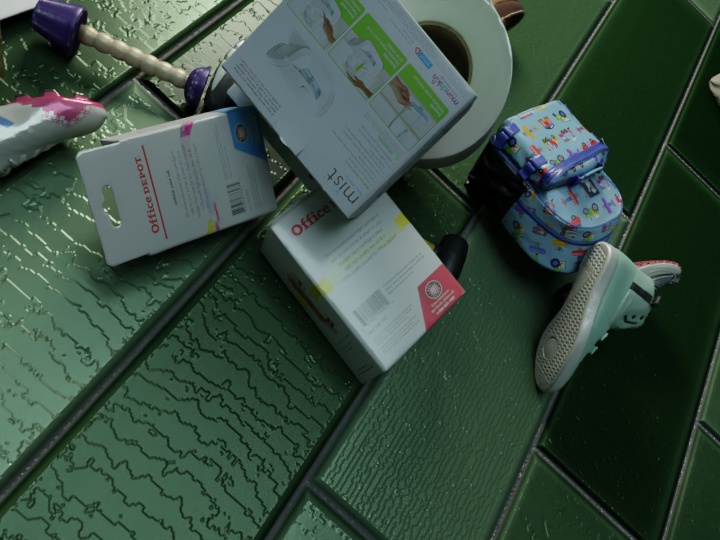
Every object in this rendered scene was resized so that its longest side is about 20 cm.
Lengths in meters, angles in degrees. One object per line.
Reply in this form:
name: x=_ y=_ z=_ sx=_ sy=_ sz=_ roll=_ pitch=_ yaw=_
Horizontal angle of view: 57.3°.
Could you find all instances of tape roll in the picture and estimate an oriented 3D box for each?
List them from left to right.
tape roll: x=0.086 y=-0.236 z=0.827 sx=0.196 sy=0.139 sz=0.210 roll=0 pitch=93 yaw=7

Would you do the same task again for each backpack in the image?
backpack: x=0.267 y=-0.107 z=0.895 sx=0.179 sy=0.136 sz=0.202 roll=-20 pitch=63 yaw=-32

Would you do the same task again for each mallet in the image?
mallet: x=0.055 y=-0.060 z=0.852 sx=0.198 sy=0.041 sz=0.066 roll=38 pitch=58 yaw=-2

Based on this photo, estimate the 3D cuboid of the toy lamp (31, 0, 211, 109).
toy lamp: x=-0.275 y=-0.251 z=0.762 sx=0.195 sy=0.058 sz=0.060 roll=24 pitch=59 yaw=-16

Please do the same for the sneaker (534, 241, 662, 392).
sneaker: x=0.311 y=0.080 z=0.852 sx=0.116 sy=0.074 sz=0.205 roll=24 pitch=95 yaw=-21

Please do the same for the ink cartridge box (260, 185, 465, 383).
ink cartridge box: x=0.000 y=0.000 z=0.760 sx=0.144 sy=0.083 sz=0.202 roll=-38 pitch=88 yaw=-26

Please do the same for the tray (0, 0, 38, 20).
tray: x=-0.445 y=-0.301 z=0.720 sx=0.199 sy=0.022 sz=0.108 roll=-39 pitch=89 yaw=-34

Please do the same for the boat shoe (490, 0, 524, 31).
boat shoe: x=0.190 y=-0.370 z=1.036 sx=0.197 sy=0.071 sz=0.071 roll=-30 pitch=75 yaw=-24

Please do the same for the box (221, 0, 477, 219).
box: x=-0.010 y=-0.186 z=0.674 sx=0.176 sy=0.097 sz=0.201 roll=-42 pitch=90 yaw=9

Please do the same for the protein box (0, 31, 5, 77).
protein box: x=-0.426 y=-0.318 z=0.603 sx=0.132 sy=0.199 sz=0.205 roll=-15 pitch=74 yaw=-30

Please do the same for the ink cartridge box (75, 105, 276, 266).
ink cartridge box: x=-0.194 y=-0.094 z=0.693 sx=0.197 sy=0.067 sz=0.119 roll=-23 pitch=114 yaw=-33

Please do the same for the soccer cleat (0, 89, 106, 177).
soccer cleat: x=-0.357 y=-0.130 z=0.668 sx=0.195 sy=0.069 sz=0.089 roll=-9 pitch=87 yaw=-27

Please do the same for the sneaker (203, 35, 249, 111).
sneaker: x=-0.112 y=-0.251 z=0.830 sx=0.085 sy=0.074 sz=0.200 roll=46 pitch=59 yaw=-6

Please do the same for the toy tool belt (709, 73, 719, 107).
toy tool belt: x=0.779 y=-0.322 z=1.271 sx=0.122 sy=0.123 sz=0.204 roll=-19 pitch=77 yaw=-31

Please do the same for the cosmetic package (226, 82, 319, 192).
cosmetic package: x=-0.032 y=-0.214 z=0.749 sx=0.200 sy=0.052 sz=0.151 roll=-43 pitch=90 yaw=8

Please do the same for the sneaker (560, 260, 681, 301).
sneaker: x=0.375 y=0.034 z=0.944 sx=0.195 sy=0.080 sz=0.077 roll=-17 pitch=91 yaw=-17
